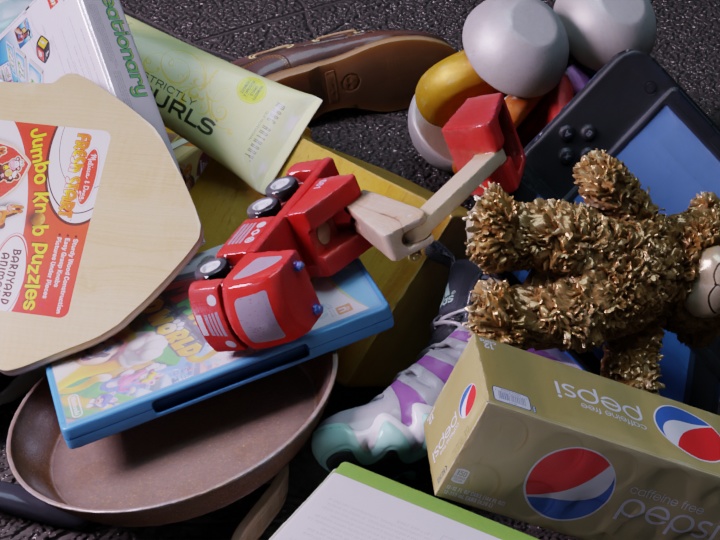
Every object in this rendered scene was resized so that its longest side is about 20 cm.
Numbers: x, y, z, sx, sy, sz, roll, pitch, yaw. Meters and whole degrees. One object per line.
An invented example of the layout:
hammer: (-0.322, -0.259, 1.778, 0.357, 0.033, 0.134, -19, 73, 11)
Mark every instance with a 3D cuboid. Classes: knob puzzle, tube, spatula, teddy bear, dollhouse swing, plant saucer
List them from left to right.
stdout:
spatula: (-0.251, 0.126, 0.958, 0.199, 0.021, 0.057, 8, 31, 9)
knob puzzle: (-0.193, -0.027, 1.019, 0.218, 0.030, 0.221, -2, 68, 5)
tube: (-0.127, -0.130, 1.138, 0.199, 0.058, 0.052, 30, 32, 16)
plant saucer: (-0.106, 0.085, 0.962, 0.199, 0.035, 0.201, -13, 30, 7)
dollhouse swing: (0.000, 0.000, 1.156, 0.200, 0.176, 0.182, 28, 82, 35)
teddy bear: (0.143, 0.004, 0.936, 0.199, 0.146, 0.067, 19, -18, -23)

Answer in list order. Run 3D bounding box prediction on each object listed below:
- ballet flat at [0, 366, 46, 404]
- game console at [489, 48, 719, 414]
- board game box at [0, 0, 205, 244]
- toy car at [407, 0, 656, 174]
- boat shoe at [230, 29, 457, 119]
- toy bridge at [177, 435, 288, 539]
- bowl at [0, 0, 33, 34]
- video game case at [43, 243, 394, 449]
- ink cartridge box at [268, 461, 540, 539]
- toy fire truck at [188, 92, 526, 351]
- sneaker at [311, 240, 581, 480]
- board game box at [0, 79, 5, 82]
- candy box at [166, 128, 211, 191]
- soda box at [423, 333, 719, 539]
ballet flat: (-0.228, 0.038, 1.068, 0.072, 0.068, 0.200, 23, 33, -4)
game console: (0.187, -0.008, 1.012, 0.171, 0.200, 0.118, -46, 14, 3)
board game box: (-0.180, -0.084, 1.096, 0.035, 0.201, 0.126, -12, -12, -43)
toy car: (0.146, -0.122, 1.267, 0.199, 0.175, 0.151, -16, 71, -27)
boat shoe: (-0.016, -0.172, 1.391, 0.199, 0.071, 0.070, -11, 38, -18)
toy bridge: (-0.076, 0.113, 0.980, 0.067, 0.027, 0.200, 0, 32, -4)
bowl: (-0.276, -0.147, 1.239, 0.200, 0.105, 0.201, -20, 16, 6)
video game case: (-0.093, 0.030, 0.996, 0.199, 0.018, 0.143, -20, 30, -8)
ink cartridge box: (0.002, 0.198, 0.804, 0.147, 0.076, 0.200, 19, 37, 24)
toy fire truck: (0.002, -0.028, 0.962, 0.140, 0.049, 0.200, -6, 31, 32)
sneaker: (0.050, 0.047, 0.993, 0.199, 0.078, 0.141, -6, 68, -27)
board game box: (-0.299, -0.046, 1.102, 0.134, 0.029, 0.201, 28, 84, 37)
candy box: (-0.172, -0.083, 1.259, 0.115, 0.056, 0.200, 16, 34, 25)
soda box: (0.139, 0.106, 0.900, 0.199, 0.068, 0.064, 19, 28, -15)
